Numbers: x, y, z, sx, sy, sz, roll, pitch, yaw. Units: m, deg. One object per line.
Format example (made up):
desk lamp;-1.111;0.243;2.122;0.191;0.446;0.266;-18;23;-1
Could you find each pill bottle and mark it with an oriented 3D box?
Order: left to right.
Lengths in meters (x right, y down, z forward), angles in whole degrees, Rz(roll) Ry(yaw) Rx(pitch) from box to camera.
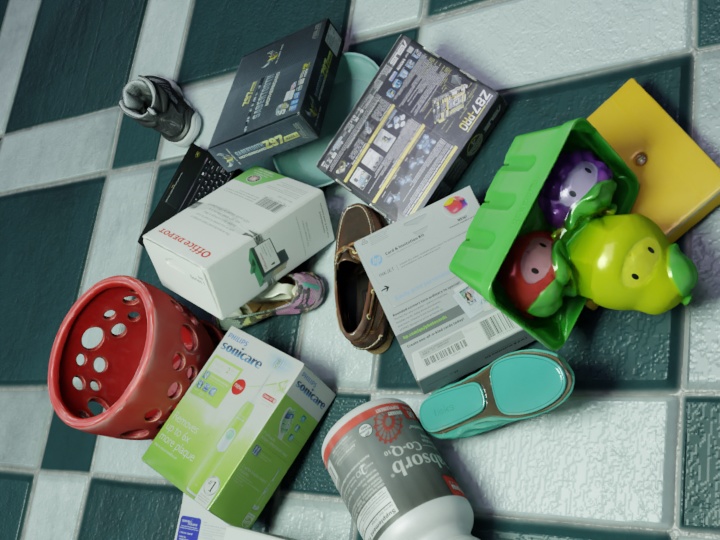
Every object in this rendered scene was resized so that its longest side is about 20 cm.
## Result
pill bottle;0.048;0.243;0.978;0.116;0.115;0.201;-44;51;14

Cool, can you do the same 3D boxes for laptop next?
laptop;-0.255;-0.091;1.362;0.199;0.103;0.179;31;91;34

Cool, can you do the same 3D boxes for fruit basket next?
fruit basket;0.215;-0.025;0.910;0.214;0.155;0.218;-27;46;32

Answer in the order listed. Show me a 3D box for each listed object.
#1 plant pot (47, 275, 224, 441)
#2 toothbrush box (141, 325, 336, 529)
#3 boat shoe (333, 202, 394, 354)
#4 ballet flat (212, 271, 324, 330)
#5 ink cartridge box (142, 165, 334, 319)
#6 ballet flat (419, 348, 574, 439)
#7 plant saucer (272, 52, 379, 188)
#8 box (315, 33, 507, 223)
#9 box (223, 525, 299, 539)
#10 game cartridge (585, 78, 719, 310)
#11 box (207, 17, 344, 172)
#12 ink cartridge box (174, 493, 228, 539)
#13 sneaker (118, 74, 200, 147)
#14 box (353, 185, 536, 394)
plant pot;-0.278;0.127;1.237;0.198;0.182;0.203;-16;63;33
toothbrush box;-0.149;0.191;1.147;0.145;0.086;0.201;22;70;42
boat shoe;0.000;0.000;1.149;0.070;0.070;0.202;-26;56;28
ballet flat;-0.139;0.034;1.241;0.198;0.071;0.070;-12;67;35
ink cartridge box;-0.157;-0.041;1.211;0.199;0.085;0.145;-37;40;-29
ballet flat;0.150;0.127;0.971;0.199;0.070;0.068;-27;67;41
plant saucer;-0.036;-0.199;1.283;0.198;0.036;0.203;-16;62;32
box;0.061;-0.167;1.159;0.161;0.049;0.201;36;96;27
box;-0.062;0.364;1.025;0.198;0.097;0.126;1;72;39
game cartridge;0.267;-0.080;1.002;0.200;0.032;0.177;-44;51;18
box;-0.112;-0.239;1.270;0.156;0.051;0.202;-16;44;32
ink cartridge box;-0.194;0.372;1.164;0.098;0.039;0.203;-2;72;37
sneaker;-0.338;-0.278;1.499;0.076;0.113;0.200;-51;49;8
box;0.097;0.017;1.049;0.154;0.041;0.201;-26;56;0
